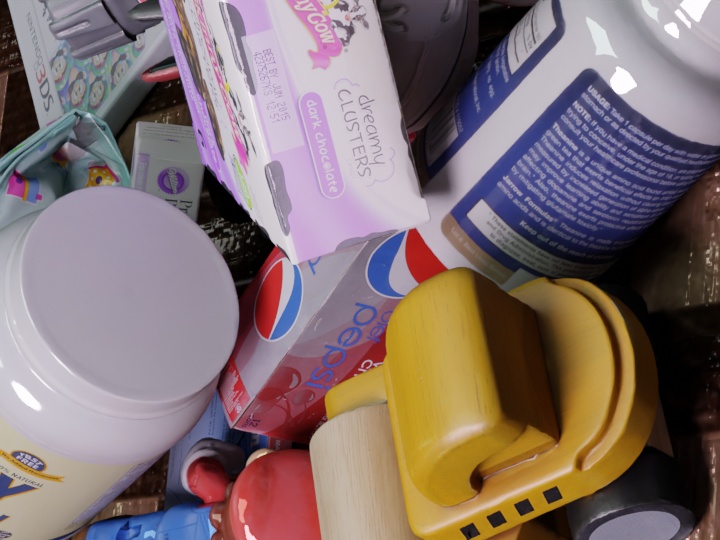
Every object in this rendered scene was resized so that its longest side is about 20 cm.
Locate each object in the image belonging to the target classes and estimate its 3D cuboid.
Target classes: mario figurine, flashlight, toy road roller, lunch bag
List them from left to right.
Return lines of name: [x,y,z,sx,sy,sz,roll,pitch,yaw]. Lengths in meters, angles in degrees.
lunch bag: [-0.212,0.007,1.674,0.170,0.122,0.200,152,131,-67]
flashlight: [-0.087,-0.181,1.554,0.200,0.068,0.068,-19,100,16]
mario figurine: [-0.058,0.154,1.460,0.200,0.106,0.124,-21,101,41]
toy road roller: [0.045,0.074,1.256,0.200,0.146,0.123,-26,56,26]

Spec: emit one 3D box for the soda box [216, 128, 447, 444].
soda box: [0.000,0.000,1.436,0.200,0.070,0.063,-54,40,28]

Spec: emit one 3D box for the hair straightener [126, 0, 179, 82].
hair straightener: [-0.037,-0.158,1.493,0.200,0.041,0.077,-10,104,22]

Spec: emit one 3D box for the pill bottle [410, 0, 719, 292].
pill bottle: [0.116,-0.080,1.268,0.200,0.111,0.111,-47,44,35]

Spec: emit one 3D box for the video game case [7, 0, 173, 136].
video game case: [-0.158,-0.186,1.764,0.200,0.024,0.182,-48,43,33]

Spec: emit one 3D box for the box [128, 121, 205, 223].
box: [-0.118,0.011,1.558,0.039,0.041,0.200,-95,14,-56]

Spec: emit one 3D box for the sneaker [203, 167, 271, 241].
sneaker: [-0.066,-0.077,1.560,0.091,0.066,0.200,-61,39,16]

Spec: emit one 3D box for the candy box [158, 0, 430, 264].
candy box: [-0.043,-0.113,1.303,0.200,0.071,0.168,-134,28,-68]

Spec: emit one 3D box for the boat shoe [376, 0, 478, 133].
boat shoe: [0.019,-0.147,1.298,0.074,0.065,0.200,29,127,26]

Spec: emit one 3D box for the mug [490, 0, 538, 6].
mug: [0.040,-0.214,1.410,0.178,0.133,0.200,-54,44,17]

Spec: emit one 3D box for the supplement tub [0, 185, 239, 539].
supplement tub: [-0.162,0.053,1.468,0.200,0.145,0.145,-43,46,51]

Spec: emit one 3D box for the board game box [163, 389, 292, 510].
board game box: [-0.075,0.121,1.543,0.103,0.019,0.200,-14,67,53]
